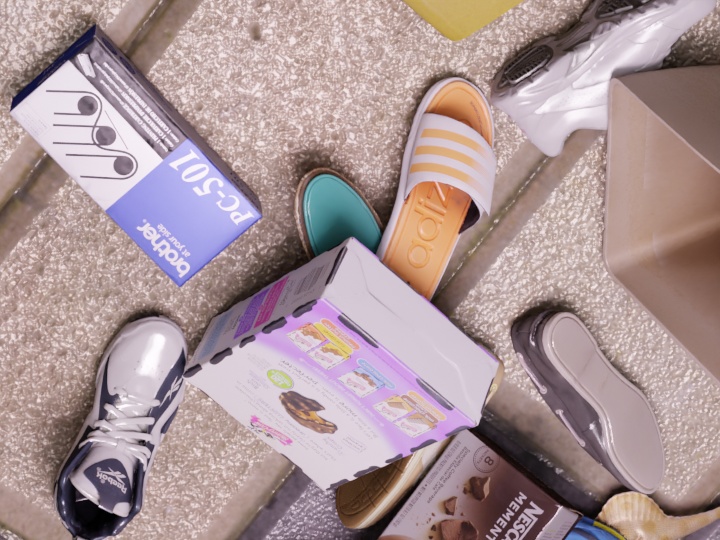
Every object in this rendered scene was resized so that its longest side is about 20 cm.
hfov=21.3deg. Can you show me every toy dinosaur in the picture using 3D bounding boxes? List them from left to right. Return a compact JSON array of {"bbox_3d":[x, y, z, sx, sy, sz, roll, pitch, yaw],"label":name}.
[{"bbox_3d":[0.250,0.242,1.709,0.199,0.058,0.102,-1,109,-7],"label":"toy dinosaur"}]

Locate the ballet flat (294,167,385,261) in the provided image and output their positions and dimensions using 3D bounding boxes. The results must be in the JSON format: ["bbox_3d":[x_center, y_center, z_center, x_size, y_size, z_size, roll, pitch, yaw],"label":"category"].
[{"bbox_3d":[0.000,0.000,1.582,0.070,0.065,0.200,-34,109,-9],"label":"ballet flat"}]

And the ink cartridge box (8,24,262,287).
[{"bbox_3d":[-0.178,-0.090,1.537,0.094,0.044,0.200,-40,110,9],"label":"ink cartridge box"}]

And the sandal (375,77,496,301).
[{"bbox_3d":[0.070,-0.053,1.544,0.079,0.059,0.207,20,83,-28],"label":"sandal"}]

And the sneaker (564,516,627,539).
[{"bbox_3d":[0.144,0.233,1.658,0.199,0.078,0.066,21,108,7],"label":"sneaker"}]

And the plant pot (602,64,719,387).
[{"bbox_3d":[0.323,-0.051,1.529,0.176,0.200,0.201,-20,132,-19],"label":"plant pot"}]

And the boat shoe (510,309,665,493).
[{"bbox_3d":[0.199,0.112,1.663,0.067,0.057,0.200,-49,117,-28],"label":"boat shoe"}]

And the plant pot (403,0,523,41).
[{"bbox_3d":[0.070,-0.294,1.427,0.200,0.200,0.177,-32,121,5],"label":"plant pot"}]

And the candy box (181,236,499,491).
[{"bbox_3d":[-0.019,0.080,1.551,0.168,0.072,0.200,40,139,-19],"label":"candy box"}]

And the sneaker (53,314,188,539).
[{"bbox_3d":[-0.196,0.142,1.574,0.079,0.130,0.200,29,104,-17],"label":"sneaker"}]

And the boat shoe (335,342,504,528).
[{"bbox_3d":[0.054,0.145,1.640,0.066,0.074,0.200,22,113,-37],"label":"boat shoe"}]

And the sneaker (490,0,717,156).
[{"bbox_3d":[0.208,-0.166,1.554,0.200,0.078,0.099,-31,118,13],"label":"sneaker"}]

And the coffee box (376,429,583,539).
[{"bbox_3d":[0.078,0.246,1.610,0.113,0.080,0.200,39,92,24],"label":"coffee box"}]
